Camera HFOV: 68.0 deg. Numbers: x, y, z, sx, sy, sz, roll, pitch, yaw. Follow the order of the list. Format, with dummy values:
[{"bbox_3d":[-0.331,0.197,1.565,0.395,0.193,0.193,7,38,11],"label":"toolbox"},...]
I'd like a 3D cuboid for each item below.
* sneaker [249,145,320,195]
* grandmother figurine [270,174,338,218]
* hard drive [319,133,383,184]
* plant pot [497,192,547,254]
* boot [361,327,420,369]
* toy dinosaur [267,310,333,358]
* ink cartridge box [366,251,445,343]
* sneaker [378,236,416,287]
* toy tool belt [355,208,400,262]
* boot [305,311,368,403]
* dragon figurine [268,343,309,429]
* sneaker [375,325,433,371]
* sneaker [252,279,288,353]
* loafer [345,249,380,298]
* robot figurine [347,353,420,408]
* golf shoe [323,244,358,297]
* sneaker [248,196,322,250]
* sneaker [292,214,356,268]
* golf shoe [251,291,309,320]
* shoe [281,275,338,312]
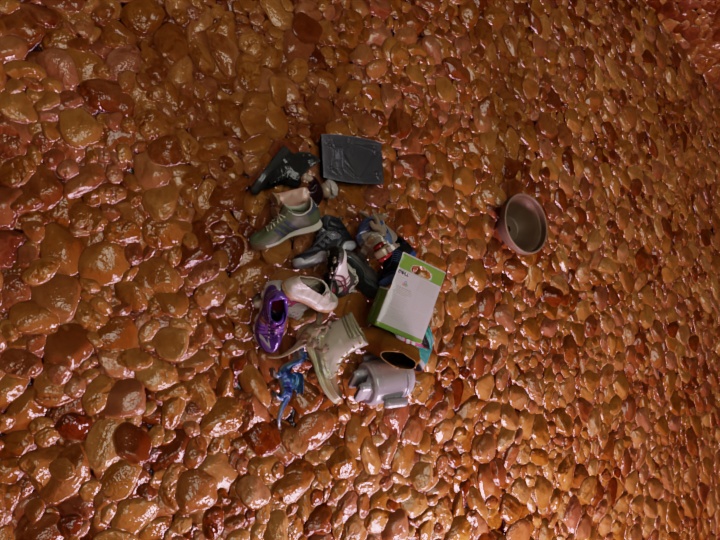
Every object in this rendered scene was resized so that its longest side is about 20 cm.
[{"bbox_3d":[-0.197,-0.250,1.400,0.104,0.060,0.202,39,63,-16],"label":"sneaker"},{"bbox_3d":[-0.143,-0.200,1.416,0.197,0.123,0.061,-20,50,-32],"label":"grandmother figurine"},{"bbox_3d":[-0.028,-0.311,1.518,0.196,0.042,0.138,0,82,-30],"label":"hard drive"},{"bbox_3d":[0.524,-0.149,1.784,0.197,0.092,0.206,5,80,-30],"label":"plant pot"},{"bbox_3d":[0.061,0.201,1.387,0.197,0.144,0.072,15,95,13],"label":"boot"},{"bbox_3d":[-0.130,0.170,1.324,0.201,0.100,0.059,-49,134,-24],"label":"toy dinosaur"},{"bbox_3d":[0.123,0.071,1.420,0.146,0.076,0.204,23,85,-19],"label":"ink cartridge box"},{"bbox_3d":[0.089,-0.024,1.512,0.078,0.070,0.200,48,40,-5],"label":"sneaker"},{"bbox_3d":[0.030,-0.099,1.434,0.124,0.200,0.124,-33,101,7],"label":"toy tool belt"},{"bbox_3d":[-0.047,0.224,1.369,0.152,0.072,0.203,-23,90,3],"label":"boot"},{"bbox_3d":[-0.172,0.284,1.325,0.097,0.059,0.205,-2,76,-22],"label":"dragon figurine"},{"bbox_3d":[0.136,0.173,1.514,0.201,0.083,0.121,49,58,-9],"label":"sneaker"},{"bbox_3d":[-0.213,0.122,1.278,0.079,0.084,0.203,-1,123,-19],"label":"sneaker"},{"bbox_3d":[0.000,0.000,1.456,0.200,0.071,0.064,50,42,-41],"label":"loafer"},{"bbox_3d":[0.066,0.294,1.435,0.196,0.114,0.171,-5,52,-31],"label":"robot figurine"},{"bbox_3d":[-0.047,0.000,1.371,0.086,0.201,0.078,-5,58,-13],"label":"golf shoe"},{"bbox_3d":[-0.194,-0.126,1.344,0.197,0.067,0.091,-20,128,-16],"label":"sneaker"},{"bbox_3d":[-0.109,-0.080,1.420,0.197,0.075,0.116,-21,89,-33],"label":"sneaker"},{"bbox_3d":[-0.178,0.082,1.352,0.196,0.072,0.094,-7,87,-31],"label":"golf shoe"},{"bbox_3d":[-0.108,0.054,1.292,0.199,0.053,0.071,23,33,-55],"label":"shoe"}]
